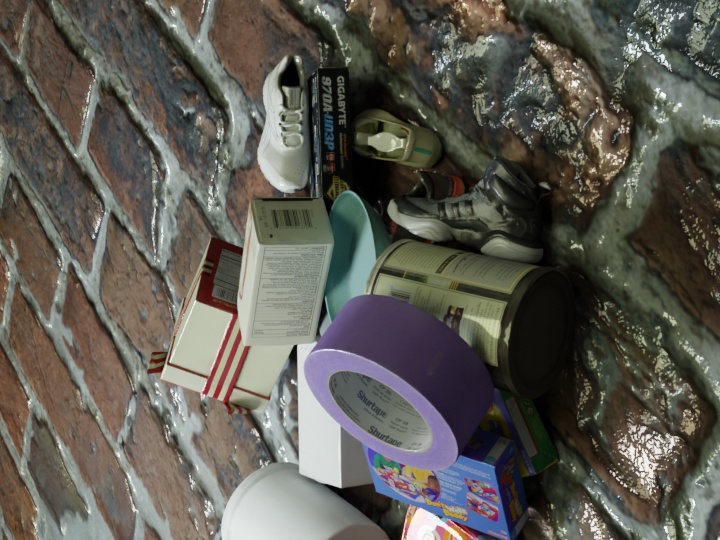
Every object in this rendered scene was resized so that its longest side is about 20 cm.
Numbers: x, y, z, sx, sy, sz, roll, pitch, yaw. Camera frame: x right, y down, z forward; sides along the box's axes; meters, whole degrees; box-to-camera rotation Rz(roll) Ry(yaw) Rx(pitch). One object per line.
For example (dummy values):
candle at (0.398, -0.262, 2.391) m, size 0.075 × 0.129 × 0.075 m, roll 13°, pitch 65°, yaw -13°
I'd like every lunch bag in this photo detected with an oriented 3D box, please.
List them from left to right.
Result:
lunch bag at (0.122, 0.390, 1.608) m, size 0.176 × 0.082 × 0.201 m, roll 35°, pitch 121°, yaw 48°

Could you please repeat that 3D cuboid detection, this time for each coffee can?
coffee can at (0.122, 0.051, 1.470) m, size 0.199 × 0.146 × 0.147 m, roll 13°, pitch 105°, yaw 36°

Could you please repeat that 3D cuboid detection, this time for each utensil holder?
utensil holder at (-0.075, 0.386, 1.819) m, size 0.200 × 0.169 × 0.171 m, roll 26°, pitch 115°, yaw 50°

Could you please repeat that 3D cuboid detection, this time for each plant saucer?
plant saucer at (0.000, 0.000, 1.619) m, size 0.200 × 0.036 × 0.201 m, roll 178°, pitch 90°, yaw -70°

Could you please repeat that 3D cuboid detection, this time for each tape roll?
tape roll at (0.042, 0.125, 1.426) m, size 0.199 × 0.085 × 0.200 m, roll 28°, pitch 151°, yaw 17°

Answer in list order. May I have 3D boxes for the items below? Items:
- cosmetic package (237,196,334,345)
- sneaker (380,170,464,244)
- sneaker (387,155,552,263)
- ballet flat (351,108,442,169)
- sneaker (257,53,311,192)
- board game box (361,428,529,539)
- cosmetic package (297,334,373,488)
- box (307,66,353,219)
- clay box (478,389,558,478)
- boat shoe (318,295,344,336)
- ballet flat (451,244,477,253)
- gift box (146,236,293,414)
cosmetic package at (-0.102, 0.003, 1.710) m, size 0.200 × 0.103 × 0.087 m, roll 104°, pitch 159°, yaw -45°
sneaker at (0.048, -0.046, 1.630) m, size 0.200 × 0.082 × 0.077 m, roll -59°, pitch 33°, yaw 16°
sneaker at (0.132, -0.084, 1.523) m, size 0.199 × 0.075 × 0.114 m, roll 18°, pitch 101°, yaw 25°
ballet flat at (0.027, -0.174, 1.701) m, size 0.200 × 0.069 × 0.070 m, roll 18°, pitch 108°, yaw 54°
sneaker at (-0.101, -0.202, 1.759) m, size 0.087 × 0.074 × 0.201 m, roll 118°, pitch 148°, yaw -67°
board game box at (0.096, 0.235, 1.543) m, size 0.199 × 0.045 × 0.135 m, roll 15°, pitch 137°, yaw 34°
cosmetic package at (-0.028, 0.193, 1.808) m, size 0.113 × 0.081 × 0.201 m, roll 9°, pitch 102°, yaw 55°
box at (-0.043, -0.168, 1.763) m, size 0.159 × 0.046 × 0.201 m, roll -171°, pitch 78°, yaw -82°
clay box at (0.139, 0.201, 1.571) m, size 0.200 × 0.048 × 0.115 m, roll -26°, pitch 88°, yaw 52°
boat shoe at (-0.026, 0.042, 1.777) m, size 0.074 × 0.068 × 0.199 m, roll -70°, pitch 27°, yaw 23°
ballet flat at (0.140, 0.066, 1.591) m, size 0.066 × 0.057 × 0.201 m, roll 0°, pitch 99°, yaw 37°
gift box at (-0.195, 0.094, 1.892) m, size 0.200 × 0.184 × 0.187 m, roll -76°, pitch 11°, yaw -54°
